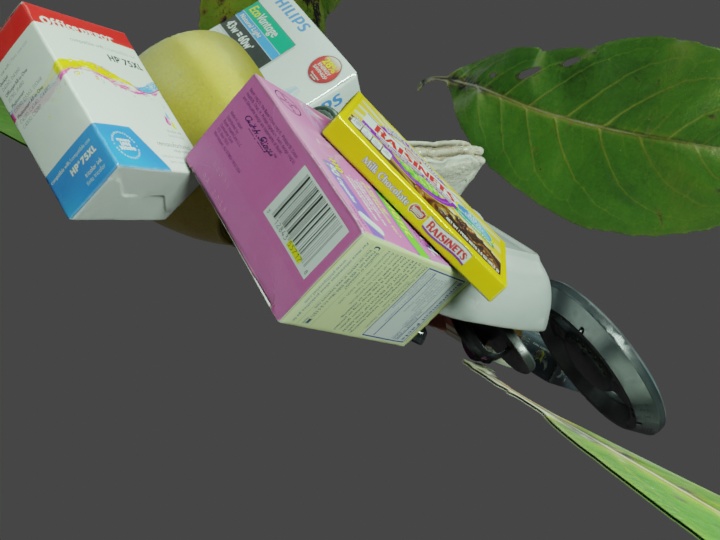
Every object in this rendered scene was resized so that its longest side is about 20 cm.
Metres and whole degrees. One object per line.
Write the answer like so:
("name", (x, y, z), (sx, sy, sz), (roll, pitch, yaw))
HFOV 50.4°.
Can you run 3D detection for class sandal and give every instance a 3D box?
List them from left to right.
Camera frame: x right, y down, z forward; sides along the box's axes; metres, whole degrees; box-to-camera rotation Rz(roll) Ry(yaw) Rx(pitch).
("sandal", (0.123, 0.065, 0.865), (0.200, 0.048, 0.076), (41, -15, 50))

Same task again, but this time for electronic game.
("electronic game", (0.259, 0.095, 0.844), (0.202, 0.041, 0.200), (55, -7, 9))

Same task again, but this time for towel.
("towel", (0.035, -0.091, 0.852), (0.195, 0.133, 0.035), (-6, 62, -24))

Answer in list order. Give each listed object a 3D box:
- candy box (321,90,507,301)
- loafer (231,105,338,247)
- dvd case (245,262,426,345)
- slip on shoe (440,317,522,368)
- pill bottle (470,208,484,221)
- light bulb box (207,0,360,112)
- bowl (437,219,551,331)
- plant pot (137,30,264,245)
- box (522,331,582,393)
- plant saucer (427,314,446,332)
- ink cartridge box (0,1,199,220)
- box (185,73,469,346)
("candy box", (0.053, -0.068, 0.667), (0.200, 0.026, 0.103), (44, 21, -10))
("loafer", (-0.080, -0.103, 0.862), (0.062, 0.200, 0.073), (6, 46, -56))
("dvd case", (-0.022, 0.023, 0.826), (0.196, 0.018, 0.143), (25, 3, 0))
("slip on shoe", (0.148, 0.066, 0.989), (0.073, 0.062, 0.200), (20, 4, -22))
("pill bottle", (0.063, -0.055, 0.999), (0.197, 0.113, 0.110), (16, 7, -34))
("light bulb box", (-0.083, -0.203, 0.974), (0.199, 0.123, 0.201), (53, -10, 31))
("bowl", (0.100, -0.017, 0.814), (0.197, 0.076, 0.200), (10, 20, -39))
("plant pot", (-0.143, -0.109, 0.760), (0.142, 0.201, 0.199), (44, 12, 23))
("box", (0.247, 0.109, 1.091), (0.156, 0.052, 0.199), (21, 6, -41))
("plant saucer", (0.000, 0.000, 0.873), (0.196, 0.037, 0.200), (24, 5, -6))
("ink cartridge box", (-0.226, -0.141, 0.632), (0.202, 0.067, 0.116), (57, 23, 12))
("box", (-0.020, -0.042, 0.653), (0.199, 0.097, 0.177), (19, 32, -57))
